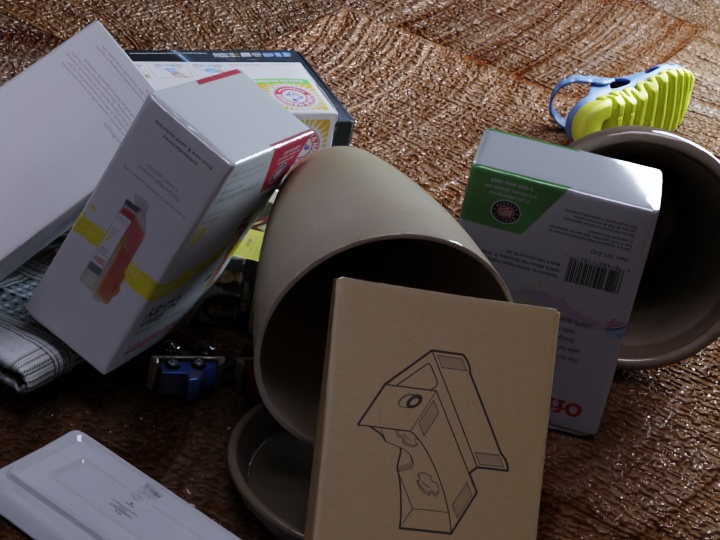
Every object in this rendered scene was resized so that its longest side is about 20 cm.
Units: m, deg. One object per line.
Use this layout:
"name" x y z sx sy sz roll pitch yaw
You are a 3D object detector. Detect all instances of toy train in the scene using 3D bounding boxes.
"toy train" -0.072 0.080 1.395 0.198 0.034 0.046 2 41 -15

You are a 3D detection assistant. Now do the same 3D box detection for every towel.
"towel" -0.275 0.015 1.408 0.199 0.035 0.192 25 26 20

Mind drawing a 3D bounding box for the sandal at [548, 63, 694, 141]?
"sandal" 0.271 -0.180 1.911 0.199 0.080 0.087 -15 36 -40

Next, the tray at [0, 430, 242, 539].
"tray" -0.158 0.167 1.227 0.199 0.022 0.107 29 34 27

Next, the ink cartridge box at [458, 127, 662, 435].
"ink cartridge box" 0.139 0.010 1.419 0.143 0.202 0.084 14 27 5

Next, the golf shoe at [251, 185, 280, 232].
"golf shoe" -0.123 -0.053 1.548 0.198 0.089 0.077 -4 35 -23

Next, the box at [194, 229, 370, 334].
"box" -0.037 0.022 1.463 0.198 0.076 0.050 15 32 3

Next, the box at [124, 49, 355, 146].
"box" -0.126 -0.160 1.767 0.198 0.044 0.160 -3 33 -24

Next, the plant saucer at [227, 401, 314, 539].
"plant saucer" 0.002 0.150 1.305 0.198 0.030 0.201 8 31 -5

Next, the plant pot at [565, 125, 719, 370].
"plant pot" 0.227 -0.031 1.562 0.198 0.202 0.175 12 12 0

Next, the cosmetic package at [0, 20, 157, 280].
"cosmetic package" -0.243 -0.081 1.354 0.200 0.085 0.108 -39 89 -27

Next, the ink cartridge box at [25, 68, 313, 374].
"ink cartridge box" -0.140 -0.038 1.348 0.083 0.201 0.145 39 25 9

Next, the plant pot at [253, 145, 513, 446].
"plant pot" 0.000 0.000 1.337 0.185 0.189 0.201 3 32 -15

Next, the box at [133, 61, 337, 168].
"box" -0.133 -0.115 1.621 0.198 0.113 0.102 -2 33 -24

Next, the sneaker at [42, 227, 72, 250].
"sneaker" -0.269 -0.052 1.442 0.198 0.078 0.079 2 35 -25

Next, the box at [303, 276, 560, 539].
"box" 0.047 0.115 1.219 0.162 0.202 0.021 9 -6 -19
